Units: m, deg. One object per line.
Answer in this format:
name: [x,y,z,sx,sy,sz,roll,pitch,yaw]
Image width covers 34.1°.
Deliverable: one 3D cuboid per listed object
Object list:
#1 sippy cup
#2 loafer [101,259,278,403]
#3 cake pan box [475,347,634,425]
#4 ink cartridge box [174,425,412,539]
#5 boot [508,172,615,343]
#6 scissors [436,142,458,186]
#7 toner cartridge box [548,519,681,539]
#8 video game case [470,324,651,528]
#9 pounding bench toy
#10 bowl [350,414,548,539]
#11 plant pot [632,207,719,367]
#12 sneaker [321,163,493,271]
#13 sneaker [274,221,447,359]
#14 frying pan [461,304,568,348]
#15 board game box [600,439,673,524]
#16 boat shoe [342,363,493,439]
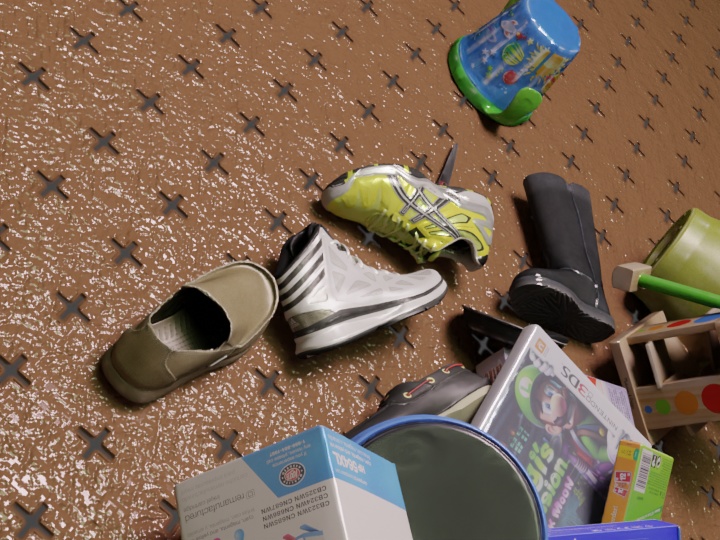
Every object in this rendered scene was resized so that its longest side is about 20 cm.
sippy cup: [0.203,-0.274,1.484,0.139,0.130,0.178,-8,65,-46]
loafer: [-0.125,0.043,0.968,0.076,0.067,0.200,49,39,0]
cake pan box: [0.208,0.192,1.175,0.184,0.052,0.200,19,49,-29]
ink cartridge box: [-0.032,0.235,0.820,0.125,0.128,0.200,42,29,-55]
boot: [0.219,-0.032,1.347,0.165,0.066,0.200,30,47,-41]
scissors: [0.093,-0.082,1.320,0.073,0.014,0.200,45,38,-1]
toner cartridge box: [0.176,0.269,0.999,0.200,0.043,0.095,-1,87,-15]
video game case: [0.174,0.181,1.075,0.182,0.023,0.200,45,56,-16]
pounding bench toy: [0.376,0.073,1.298,0.124,0.156,0.200,-21,94,-50]
bowl: [0.055,0.212,0.938,0.200,0.039,0.201,2,70,-5]
plant pot: [0.444,0.029,1.438,0.193,0.200,0.200,37,39,5]
sneaker: [0.055,-0.053,1.201,0.200,0.075,0.077,10,58,-24]
sneaker: [0.000,0.000,1.097,0.200,0.076,0.116,-20,89,-47]
frying pan: [0.162,0.064,1.240,0.115,0.031,0.190,21,0,11]
board game box: [0.243,0.262,1.081,0.095,0.030,0.200,27,73,-54]
boat shoe: [0.044,0.141,1.057,0.201,0.074,0.063,-20,40,-40]
